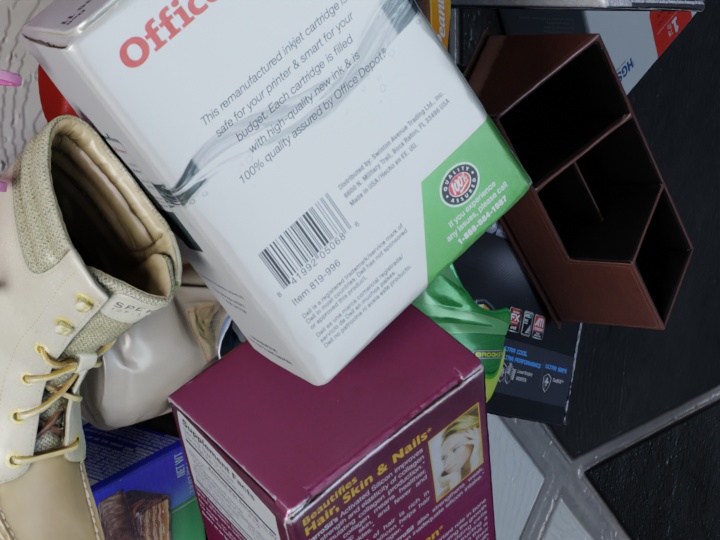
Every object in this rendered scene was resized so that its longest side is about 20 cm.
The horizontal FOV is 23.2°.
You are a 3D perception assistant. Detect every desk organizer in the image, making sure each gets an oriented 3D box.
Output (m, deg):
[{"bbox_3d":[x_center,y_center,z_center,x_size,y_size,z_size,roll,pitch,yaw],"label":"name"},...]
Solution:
[{"bbox_3d":[0.130,-0.051,1.057,0.200,0.076,0.072,56,49,-42],"label":"desk organizer"}]

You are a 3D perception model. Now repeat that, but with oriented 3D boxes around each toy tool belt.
[{"bbox_3d":[-0.097,-0.021,0.899,0.122,0.125,0.202,-8,102,-26],"label":"toy tool belt"}]

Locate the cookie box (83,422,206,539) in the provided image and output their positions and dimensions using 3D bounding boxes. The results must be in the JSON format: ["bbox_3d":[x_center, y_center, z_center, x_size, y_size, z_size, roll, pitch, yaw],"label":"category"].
[{"bbox_3d":[-0.166,0.192,0.897,0.199,0.075,0.173,-25,116,-48],"label":"cookie box"}]

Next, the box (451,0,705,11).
[{"bbox_3d":[0.095,-0.217,1.066,0.132,0.199,0.116,-9,103,-52],"label":"box"}]

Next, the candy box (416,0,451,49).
[{"bbox_3d":[0.006,-0.217,0.971,0.115,0.055,0.202,10,84,-57],"label":"candy box"}]

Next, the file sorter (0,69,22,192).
[{"bbox_3d":[-0.219,-0.093,0.733,0.138,0.125,0.202,8,90,-53],"label":"file sorter"}]

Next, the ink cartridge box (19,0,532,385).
[{"bbox_3d":[-0.037,-0.073,0.802,0.146,0.083,0.201,-42,116,-14],"label":"ink cartridge box"}]

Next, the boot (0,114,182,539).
[{"bbox_3d":[-0.135,0.048,0.790,0.072,0.154,0.201,-16,80,-51],"label":"boot"}]

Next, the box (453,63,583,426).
[{"bbox_3d":[0.087,-0.010,1.112,0.199,0.049,0.200,18,82,-57],"label":"box"}]

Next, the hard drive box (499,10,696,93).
[{"bbox_3d":[0.161,-0.239,1.254,0.156,0.076,0.201,-48,132,-36],"label":"hard drive box"}]

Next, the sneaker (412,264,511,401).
[{"bbox_3d":[0.000,0.000,0.978,0.199,0.074,0.084,37,68,-17],"label":"sneaker"}]

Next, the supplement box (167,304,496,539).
[{"bbox_3d":[-0.008,0.120,0.919,0.130,0.103,0.201,-34,143,-23],"label":"supplement box"}]
